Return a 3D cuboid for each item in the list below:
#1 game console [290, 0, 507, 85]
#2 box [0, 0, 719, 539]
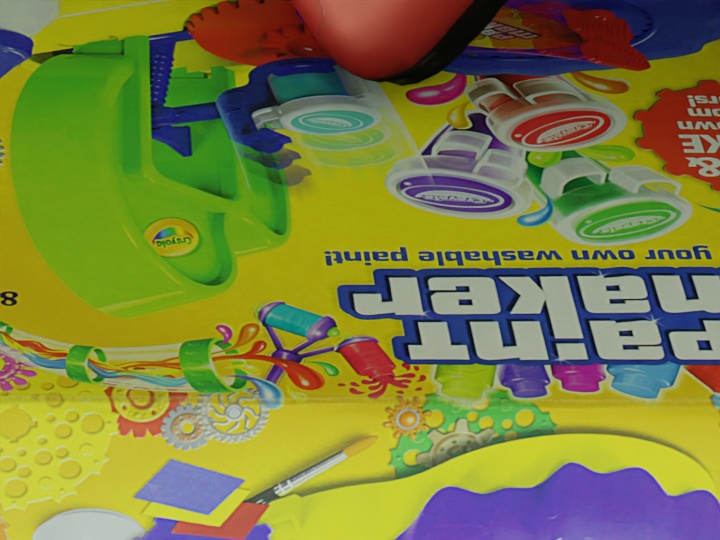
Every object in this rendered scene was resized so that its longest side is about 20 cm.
[{"bbox_3d":[0.053,-0.154,0.580,0.200,0.118,0.173,-48,59,26],"label":"game console"},{"bbox_3d":[0.010,0.018,0.585,0.193,0.199,0.123,-100,13,-55],"label":"box"}]
